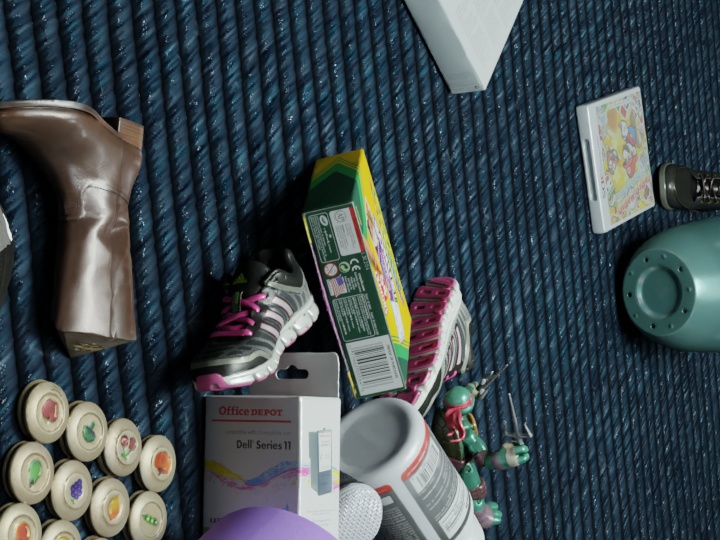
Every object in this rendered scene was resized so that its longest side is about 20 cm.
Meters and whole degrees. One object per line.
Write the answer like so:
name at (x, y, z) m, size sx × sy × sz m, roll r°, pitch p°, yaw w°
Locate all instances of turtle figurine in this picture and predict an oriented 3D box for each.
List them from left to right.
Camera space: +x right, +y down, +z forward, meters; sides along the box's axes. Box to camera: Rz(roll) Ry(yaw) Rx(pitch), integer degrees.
turtle figurine at (0.120, 0.183, 1.712) m, size 0.150 × 0.100 × 0.201 m, roll -108°, pitch -165°, yaw -50°

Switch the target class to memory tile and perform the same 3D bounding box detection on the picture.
memory tile at (-0.225, 0.189, 1.296) m, size 0.200 × 0.017 × 0.154 m, roll 36°, pitch 58°, yaw -51°

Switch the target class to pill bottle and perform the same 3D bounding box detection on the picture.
pill bottle at (0.050, 0.237, 1.632) m, size 0.201 × 0.115 × 0.116 m, roll 59°, pitch 42°, yaw -37°

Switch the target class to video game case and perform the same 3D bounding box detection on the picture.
video game case at (0.372, -0.163, 2.259) m, size 0.200 × 0.023 × 0.183 m, roll -24°, pitch 108°, yaw -56°

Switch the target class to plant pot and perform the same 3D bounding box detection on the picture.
plant pot at (0.474, 0.025, 2.255) m, size 0.160 × 0.200 × 0.202 m, roll -4°, pitch 91°, yaw -46°

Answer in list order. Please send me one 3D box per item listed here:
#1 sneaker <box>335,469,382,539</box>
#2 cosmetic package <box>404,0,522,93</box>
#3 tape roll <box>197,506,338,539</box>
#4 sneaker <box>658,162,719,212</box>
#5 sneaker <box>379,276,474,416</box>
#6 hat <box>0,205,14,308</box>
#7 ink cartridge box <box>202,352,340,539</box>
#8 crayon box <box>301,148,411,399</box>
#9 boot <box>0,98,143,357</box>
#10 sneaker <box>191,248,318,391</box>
sneaker at (-0.057, 0.266, 1.499) m, size 0.075 × 0.114 × 0.201 m, roll 12°, pitch 112°, yaw -41°
cosmetic package at (0.130, -0.335, 1.866) m, size 0.151 × 0.051 × 0.201 m, roll 60°, pitch 41°, yaw -38°
tape roll at (-0.075, 0.308, 1.351) m, size 0.066 × 0.199 × 0.202 m, roll -37°, pitch 118°, yaw -53°
sneaker at (0.543, -0.133, 2.446) m, size 0.199 × 0.106 × 0.075 m, roll 2°, pitch 85°, yaw -57°
sneaker at (0.083, 0.103, 1.733) m, size 0.088 × 0.073 × 0.201 m, roll 53°, pitch 40°, yaw -32°
hat at (-0.338, 0.005, 1.079) m, size 0.200 × 0.081 × 0.202 m, roll -3°, pitch 94°, yaw -50°
ink cartridge box at (-0.082, 0.174, 1.428) m, size 0.067 × 0.116 × 0.202 m, roll 9°, pitch 80°, yaw -55°
crayon box at (0.000, 0.000, 1.569) m, size 0.173 × 0.058 × 0.201 m, roll -78°, pitch 154°, yaw -68°
boot at (-0.241, -0.031, 1.256) m, size 0.186 × 0.064 × 0.202 m, roll 10°, pitch 84°, yaw -55°
sneaker at (-0.105, 0.040, 1.435) m, size 0.200 × 0.073 × 0.088 m, roll -46°, pitch 125°, yaw -55°
